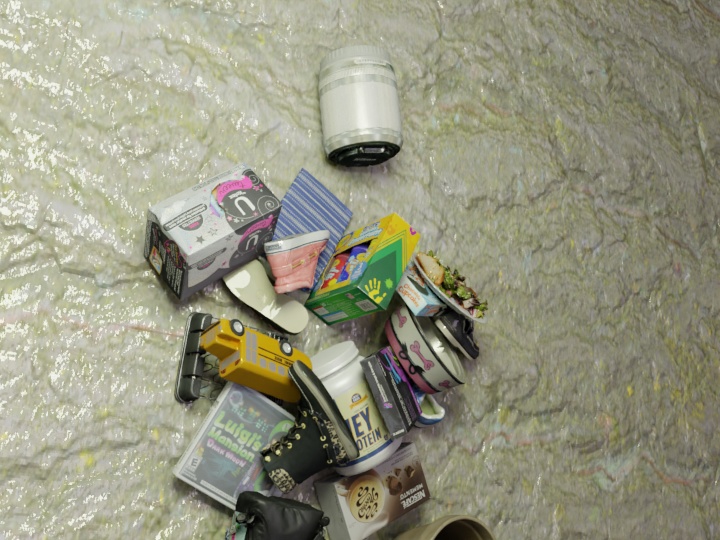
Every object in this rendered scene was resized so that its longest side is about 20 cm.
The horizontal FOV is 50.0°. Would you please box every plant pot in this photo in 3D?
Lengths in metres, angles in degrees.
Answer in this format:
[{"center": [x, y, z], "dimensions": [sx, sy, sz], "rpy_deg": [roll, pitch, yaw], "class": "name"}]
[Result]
[{"center": [0.137, 0.551, 1.428], "dimensions": [0.197, 0.172, 0.205], "rpy_deg": [8, 76, -33], "class": "plant pot"}]

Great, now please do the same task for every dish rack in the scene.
[{"center": [-0.211, 0.164, 1.334], "dimensions": [0.197, 0.054, 0.157], "rpy_deg": [18, 72, -34], "class": "dish rack"}]

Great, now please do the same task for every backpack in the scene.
[{"center": [-0.153, 0.474, 1.256], "dimensions": [0.164, 0.126, 0.204], "rpy_deg": [18, 81, -20], "class": "backpack"}]

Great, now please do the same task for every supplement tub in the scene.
[{"center": [-0.023, 0.246, 1.394], "dimensions": [0.144, 0.144, 0.203], "rpy_deg": [-31, 98, -35], "class": "supplement tub"}]

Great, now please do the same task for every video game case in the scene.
[{"center": [-0.189, 0.306, 1.299], "dimensions": [0.199, 0.023, 0.184], "rpy_deg": [41, 72, -30], "class": "video game case"}]

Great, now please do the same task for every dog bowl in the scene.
[{"center": [0.122, 0.152, 1.505], "dimensions": [0.201, 0.073, 0.201], "rpy_deg": [52, 13, -17], "class": "dog bowl"}]

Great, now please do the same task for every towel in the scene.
[{"center": [-0.107, -0.077, 1.481], "dimensions": [0.144, 0.024, 0.202], "rpy_deg": [40, 59, -20], "class": "towel"}]

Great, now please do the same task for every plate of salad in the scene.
[{"center": [0.182, 0.027, 1.519], "dimensions": [0.199, 0.201, 0.048], "rpy_deg": [35, 105, -25], "class": "plate of salad"}]

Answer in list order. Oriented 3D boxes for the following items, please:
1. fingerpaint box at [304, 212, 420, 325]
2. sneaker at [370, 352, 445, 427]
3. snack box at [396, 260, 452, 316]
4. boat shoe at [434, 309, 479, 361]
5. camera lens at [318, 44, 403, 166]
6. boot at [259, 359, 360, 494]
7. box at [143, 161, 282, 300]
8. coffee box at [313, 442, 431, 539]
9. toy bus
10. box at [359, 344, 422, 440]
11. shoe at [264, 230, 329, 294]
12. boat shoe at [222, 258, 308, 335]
[{"center": [0.000, 0.000, 1.427], "dimensions": [0.073, 0.199, 0.169], "rpy_deg": [38, 62, -20], "class": "fingerpaint box"}, {"center": [0.091, 0.230, 1.521], "dimensions": [0.200, 0.077, 0.076], "rpy_deg": [43, 61, -18], "class": "sneaker"}, {"center": [0.122, 0.035, 1.524], "dimensions": [0.117, 0.037, 0.199], "rpy_deg": [52, 18, 19], "class": "snack box"}, {"center": [0.216, 0.131, 1.589], "dimensions": [0.063, 0.073, 0.200], "rpy_deg": [-43, 146, 4], "class": "boat shoe"}, {"center": [-0.001, -0.316, 1.515], "dimensions": [0.157, 0.159, 0.205], "rpy_deg": [0, 81, -35], "class": "camera lens"}, {"center": [-0.106, 0.263, 1.268], "dimensions": [0.152, 0.074, 0.206], "rpy_deg": [-30, 113, 0], "class": "boot"}, {"center": [-0.244, -0.067, 1.286], "dimensions": [0.115, 0.133, 0.199], "rpy_deg": [45, 53, 15], "class": "box"}, {"center": [0.024, 0.409, 1.434], "dimensions": [0.197, 0.079, 0.115], "rpy_deg": [-17, 89, -36], "class": "coffee box"}, {"center": [-0.170, 0.150, 1.274], "dimensions": [0.198, 0.065, 0.080], "rpy_deg": [28, 43, -39], "class": "toy bus"}, {"center": [0.058, 0.212, 1.383], "dimensions": [0.145, 0.036, 0.200], "rpy_deg": [67, 12, 4], "class": "box"}, {"center": [-0.107, -0.017, 1.382], "dimensions": [0.200, 0.070, 0.093], "rpy_deg": [-25, 106, -67], "class": "shoe"}, {"center": [-0.180, 0.041, 1.378], "dimensions": [0.201, 0.063, 0.074], "rpy_deg": [42, 70, -6], "class": "boat shoe"}]
